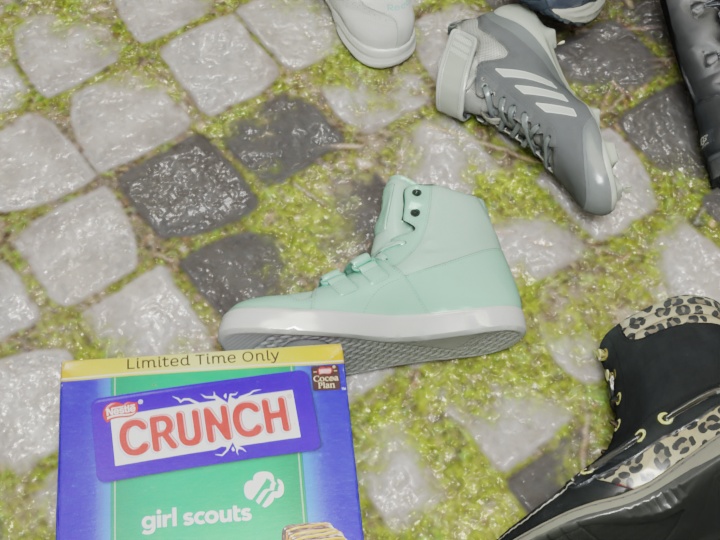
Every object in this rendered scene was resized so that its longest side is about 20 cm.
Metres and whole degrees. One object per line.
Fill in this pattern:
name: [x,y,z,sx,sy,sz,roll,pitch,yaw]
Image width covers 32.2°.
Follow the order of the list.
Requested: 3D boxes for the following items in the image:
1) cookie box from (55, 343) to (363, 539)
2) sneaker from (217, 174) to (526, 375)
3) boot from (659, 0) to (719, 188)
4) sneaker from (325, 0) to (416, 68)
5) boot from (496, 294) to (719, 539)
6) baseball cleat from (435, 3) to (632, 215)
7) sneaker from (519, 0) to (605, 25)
cookie box: [-0.083,0.149,0.709,0.170,0.075,0.201,-4,58,-6]
sneaker: [0.000,0.000,0.805,0.199,0.074,0.119,-3,65,-18]
boot: [0.306,-0.173,0.911,0.164,0.066,0.201,-9,75,-9]
sneaker: [-0.023,-0.249,0.949,0.075,0.089,0.200,-35,67,-21]
boot: [0.161,0.108,0.755,0.203,0.074,0.154,-32,28,14]
baseball cleat: [0.113,-0.109,0.895,0.106,0.070,0.201,-14,51,-6]
sneaker: [0.177,-0.258,0.948,0.077,0.087,0.200,32,47,15]
